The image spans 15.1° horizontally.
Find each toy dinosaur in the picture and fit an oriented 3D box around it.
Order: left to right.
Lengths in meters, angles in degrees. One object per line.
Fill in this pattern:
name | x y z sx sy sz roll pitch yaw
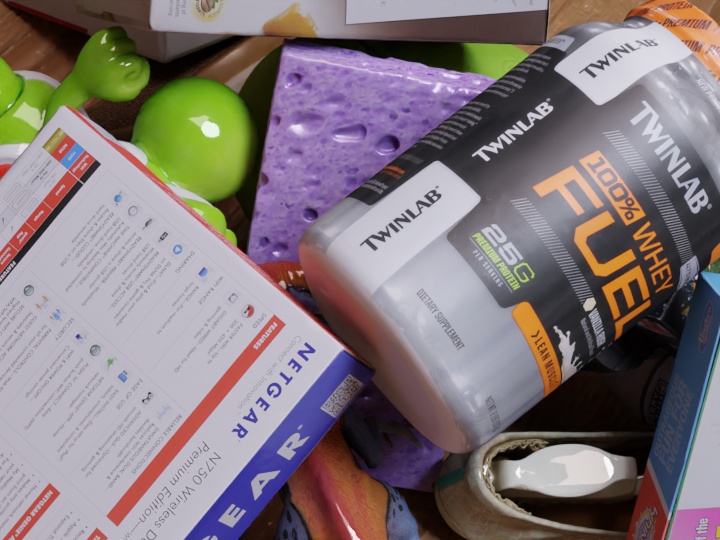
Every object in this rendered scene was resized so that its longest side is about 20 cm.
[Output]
toy dinosaur | -0.005 0.084 1.200 0.105 0.200 0.182 -22 99 -21

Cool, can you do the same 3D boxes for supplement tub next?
supplement tub | 0.082 -0.024 1.179 0.200 0.123 0.123 -38 62 -11

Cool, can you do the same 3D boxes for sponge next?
sponge | 0.000 0.000 1.266 0.111 0.201 0.030 9 19 -6

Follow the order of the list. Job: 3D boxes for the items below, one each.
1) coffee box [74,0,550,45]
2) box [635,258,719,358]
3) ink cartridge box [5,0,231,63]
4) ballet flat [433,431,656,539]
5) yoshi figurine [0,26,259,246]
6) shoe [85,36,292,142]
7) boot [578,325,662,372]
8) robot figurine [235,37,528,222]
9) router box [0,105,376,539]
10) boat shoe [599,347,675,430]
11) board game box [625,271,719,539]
coffee box | -0.021 -0.151 1.268 0.199 0.080 0.114 0 10 -23
box | 0.215 0.003 1.307 0.038 0.200 0.137 18 77 47
ink cartridge box | -0.080 -0.222 1.475 0.200 0.145 0.145 -25 32 -37
ballet flat | 0.135 0.106 1.287 0.199 0.062 0.068 -1 70 -17
yoshi figurine | -0.127 -0.069 1.286 0.200 0.112 0.112 29 19 24
shoe | -0.087 -0.088 1.437 0.070 0.054 0.200 0 26 34
boot | 0.117 0.001 1.354 0.200 0.131 0.070 -25 99 -44
robot figurine | 0.021 -0.061 1.352 0.200 0.116 0.175 0 12 -37
router box | -0.125 0.061 1.176 0.179 0.049 0.200 41 91 23
boat shoe | 0.209 0.031 1.388 0.200 0.074 0.065 -12 32 -36
board game box | 0.231 0.088 1.228 0.199 0.153 0.040 8 19 -15
